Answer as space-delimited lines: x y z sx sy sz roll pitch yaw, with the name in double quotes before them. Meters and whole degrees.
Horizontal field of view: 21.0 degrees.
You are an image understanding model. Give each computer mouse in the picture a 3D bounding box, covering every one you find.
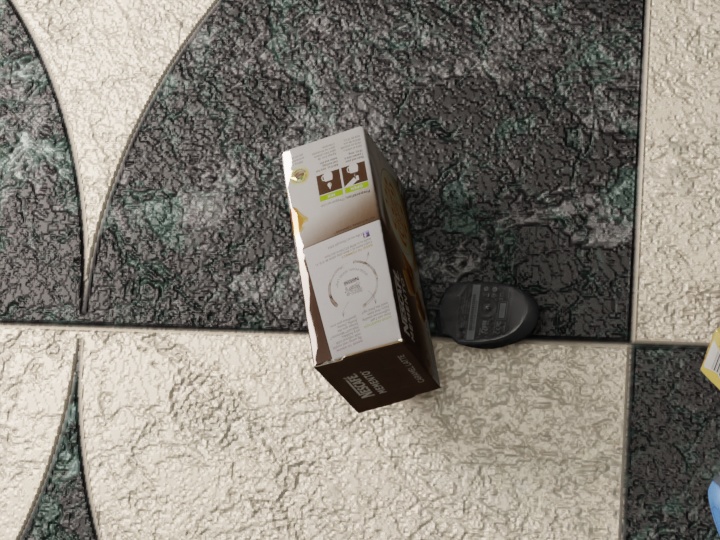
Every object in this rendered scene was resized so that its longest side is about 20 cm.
"computer mouse" 0.058 0.038 1.666 0.198 0.034 0.059 3 69 22

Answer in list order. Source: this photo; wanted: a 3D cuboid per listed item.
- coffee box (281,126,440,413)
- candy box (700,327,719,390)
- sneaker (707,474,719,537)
"coffee box" 0.000 0.000 1.620 0.079 0.114 0.201 -17 62 13
"candy box" 0.375 0.105 1.507 0.116 0.057 0.200 -25 55 -26
"sneaker" 0.313 0.259 1.529 0.078 0.066 0.201 -30 72 10
